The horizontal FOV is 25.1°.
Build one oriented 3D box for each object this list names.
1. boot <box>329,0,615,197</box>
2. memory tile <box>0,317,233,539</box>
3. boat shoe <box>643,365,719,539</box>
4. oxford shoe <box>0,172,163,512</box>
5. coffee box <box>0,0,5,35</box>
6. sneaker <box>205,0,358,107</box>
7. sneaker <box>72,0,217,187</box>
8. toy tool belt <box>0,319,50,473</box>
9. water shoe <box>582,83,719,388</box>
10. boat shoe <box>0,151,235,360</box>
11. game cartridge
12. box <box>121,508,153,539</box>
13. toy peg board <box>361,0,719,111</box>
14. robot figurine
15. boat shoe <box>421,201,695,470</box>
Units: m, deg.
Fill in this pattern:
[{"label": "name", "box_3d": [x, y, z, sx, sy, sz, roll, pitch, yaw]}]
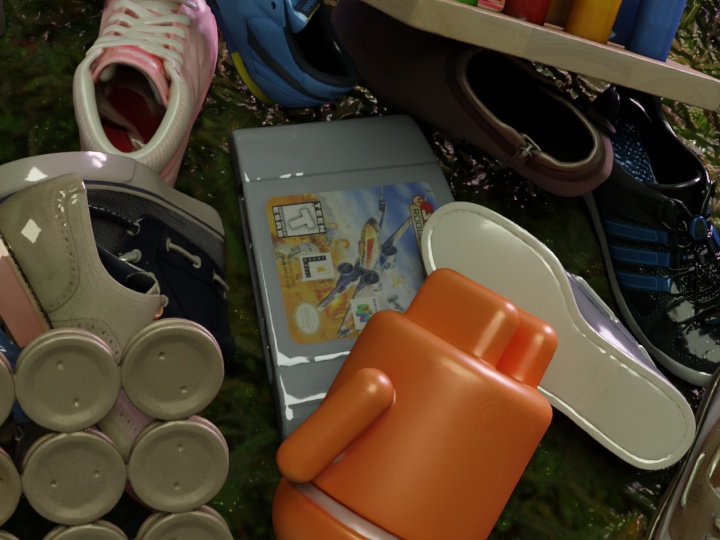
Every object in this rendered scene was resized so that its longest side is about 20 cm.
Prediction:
[{"label": "boot", "box_3d": [0.066, -0.114, 0.969, 0.199, 0.146, 0.070, 31, 91, 1]}, {"label": "memory tile", "box_3d": [-0.137, 0.121, 0.789, 0.152, 0.017, 0.201, -6, 112, -12]}, {"label": "boat shoe", "box_3d": [0.210, 0.141, 0.921, 0.074, 0.068, 0.201, 15, 78, -5]}, {"label": "oxford shoe", "box_3d": [-0.123, 0.042, 0.812, 0.074, 0.201, 0.071, -32, 35, -8]}, {"label": "coffee box", "box_3d": [-0.289, -0.242, 0.982, 0.079, 0.114, 0.201, -20, 71, -17]}, {"label": "sneaker", "box_3d": [-0.067, -0.182, 0.959, 0.066, 0.078, 0.200, -53, 123, -29]}, {"label": "sneaker", "box_3d": [-0.126, -0.127, 0.968, 0.075, 0.105, 0.201, 9, 65, -4]}, {"label": "toy tool belt", "box_3d": [-0.229, 0.092, 0.846, 0.124, 0.123, 0.200, 32, 66, 5]}, {"label": "water shoe", "box_3d": [0.187, -0.022, 0.992, 0.071, 0.079, 0.201, -21, 73, -17]}, {"label": "boat shoe", "box_3d": [-0.125, 0.001, 0.874, 0.074, 0.200, 0.093, -18, 74, 22]}, {"label": "game cartridge", "box_3d": [0.000, 0.000, 0.975, 0.132, 0.042, 0.201, -8, 69, -9]}, {"label": "box", "box_3d": [-0.128, 0.239, 0.843, 0.200, 0.046, 0.159, -36, 77, -22]}, {"label": "toy peg board", "box_3d": [0.094, -0.182, 0.943, 0.198, 0.200, 0.098, 11, 105, -25]}, {"label": "robot figurine", "box_3d": [0.025, 0.101, 0.873, 0.116, 0.144, 0.201, 29, 91, 6]}, {"label": "boat shoe", "box_3d": [0.113, 0.038, 0.955, 0.200, 0.062, 0.073, 43, 98, 2]}]
